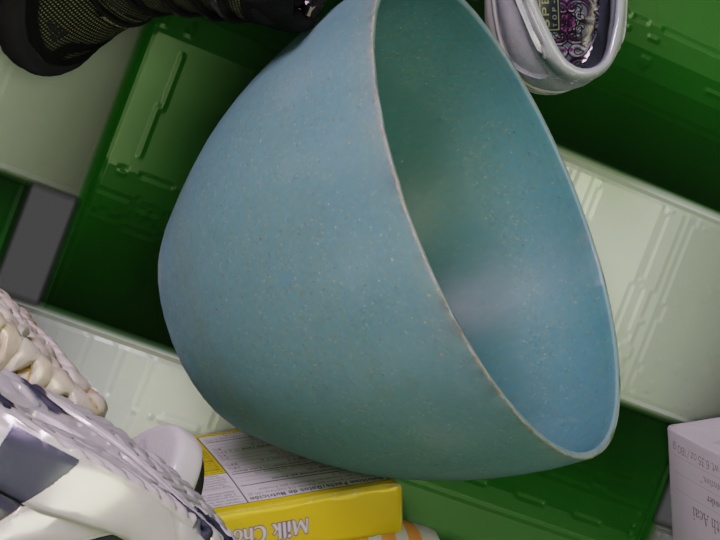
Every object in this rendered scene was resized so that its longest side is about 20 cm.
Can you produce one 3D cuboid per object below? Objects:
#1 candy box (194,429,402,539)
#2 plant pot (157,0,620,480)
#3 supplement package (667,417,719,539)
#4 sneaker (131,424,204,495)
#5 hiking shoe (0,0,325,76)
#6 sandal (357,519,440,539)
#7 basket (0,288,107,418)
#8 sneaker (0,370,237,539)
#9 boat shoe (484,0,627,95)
[{"bbox_3d":[-0.092,0.096,0.765,0.199,0.102,0.027,-7,106,-16],"label":"candy box"},{"bbox_3d":[0.000,0.000,0.750,0.134,0.200,0.201,-23,108,23],"label":"plant pot"},{"bbox_3d":[0.222,0.172,0.865,0.119,0.121,0.201,-7,100,-17],"label":"supplement package"},{"bbox_3d":[-0.083,0.157,0.695,0.099,0.071,0.201,24,94,-28],"label":"sneaker"},{"bbox_3d":[-0.062,-0.124,0.707,0.200,0.101,0.076,-38,152,26],"label":"hiking shoe"},{"bbox_3d":[-0.027,0.134,0.797,0.206,0.059,0.079,8,52,-18],"label":"sandal"},{"bbox_3d":[-0.223,0.050,0.667,0.200,0.198,0.161,-48,111,-6],"label":"basket"},{"bbox_3d":[-0.142,0.089,0.562,0.199,0.079,0.130,28,92,-26],"label":"sneaker"},{"bbox_3d":[0.082,-0.175,0.791,0.070,0.071,0.202,-9,97,-16],"label":"boat shoe"}]
